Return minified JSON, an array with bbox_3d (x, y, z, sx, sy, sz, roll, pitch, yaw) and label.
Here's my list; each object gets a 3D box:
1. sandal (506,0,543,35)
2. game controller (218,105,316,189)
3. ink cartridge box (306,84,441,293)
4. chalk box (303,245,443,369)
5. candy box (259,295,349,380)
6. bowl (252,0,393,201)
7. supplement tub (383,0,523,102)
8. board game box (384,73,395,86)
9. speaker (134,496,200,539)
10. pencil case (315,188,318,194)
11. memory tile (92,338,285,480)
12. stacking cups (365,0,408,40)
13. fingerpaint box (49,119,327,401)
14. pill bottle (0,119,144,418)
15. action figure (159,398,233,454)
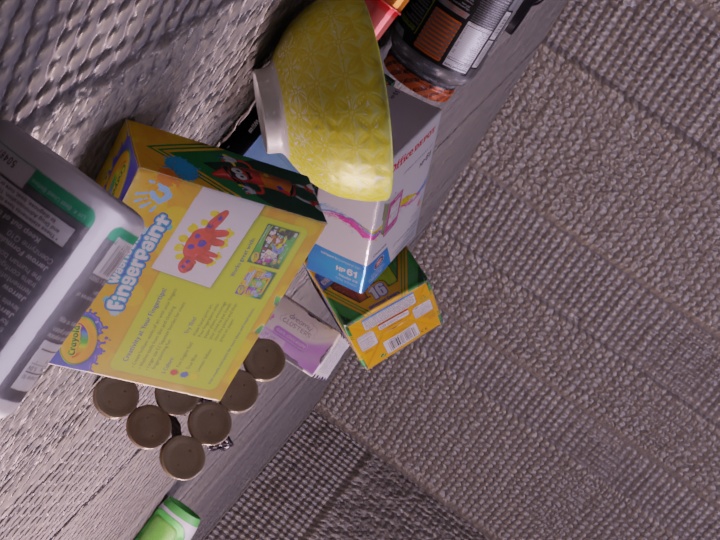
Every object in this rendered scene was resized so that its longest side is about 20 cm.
[{"bbox_3d":[0.348,-0.534,2.712,0.200,0.043,0.076,-56,174,9],"label":"sandal"},{"bbox_3d":[-0.110,-0.079,1.394,0.042,0.104,0.200,11,-122,49],"label":"game controller"},{"bbox_3d":[0.015,-0.097,1.674,0.145,0.084,0.200,-48,155,-44],"label":"ink cartridge box"},{"bbox_3d":[0.000,0.000,1.831,0.125,0.200,0.124,-31,147,-5],"label":"chalk box"},{"bbox_3d":[-0.106,0.074,1.921,0.072,0.167,0.200,-56,174,-3],"label":"candy box"},{"bbox_3d":[-0.041,-0.156,1.323,0.107,0.201,0.200,-10,165,-8],"label":"bowl"},{"bbox_3d":[0.118,-0.315,1.739,0.200,0.122,0.123,-56,174,24],"label":"supplement tub"},{"bbox_3d":[-0.023,-0.170,1.923,0.200,0.023,0.105,-53,172,-21],"label":"board game box"},{"bbox_3d":[-0.386,0.525,2.639,0.200,0.088,0.088,-54,174,-4],"label":"speaker"},{"bbox_3d":[-0.030,-0.129,1.787,0.085,0.093,0.200,-5,-141,45],"label":"pencil case"},{"bbox_3d":[-0.191,0.121,1.593,0.200,0.153,0.017,-50,-175,-24],"label":"memory tile"},{"bbox_3d":[0.063,-0.332,1.504,0.200,0.060,0.061,-56,174,9],"label":"stacking cups"},{"bbox_3d":[-0.150,-0.004,1.144,0.200,0.166,0.073,-58,-147,28],"label":"fingerpaint box"},{"bbox_3d":[-0.233,0.018,0.868,0.200,0.113,0.113,-54,174,-3],"label":"pill bottle"},{"bbox_3d":[-0.200,0.125,1.663,0.118,0.200,0.102,-15,142,0],"label":"action figure"}]
